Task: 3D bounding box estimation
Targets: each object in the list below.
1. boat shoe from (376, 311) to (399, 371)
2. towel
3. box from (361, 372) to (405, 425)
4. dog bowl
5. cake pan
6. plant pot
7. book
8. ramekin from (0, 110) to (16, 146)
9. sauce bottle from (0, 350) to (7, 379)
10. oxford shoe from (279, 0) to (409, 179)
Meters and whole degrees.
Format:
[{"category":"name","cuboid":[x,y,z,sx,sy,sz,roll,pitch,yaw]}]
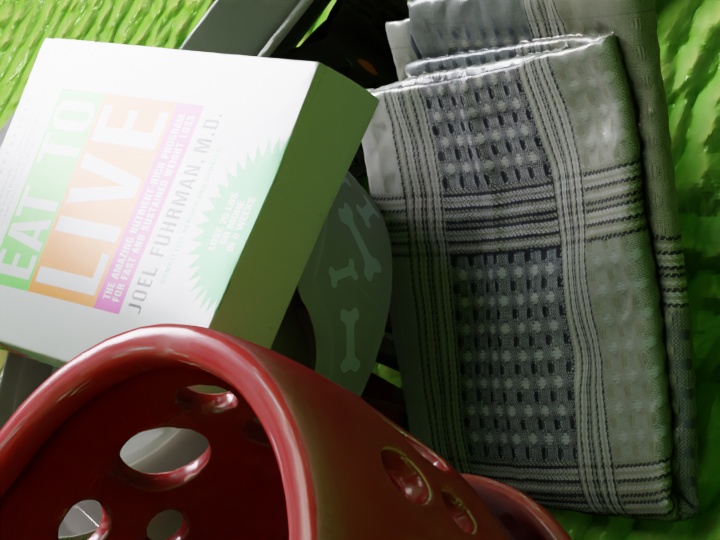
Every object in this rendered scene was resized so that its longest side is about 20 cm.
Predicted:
[{"category":"boat shoe","cuboid":[0.000,0.000,1.073,0.068,0.072,0.200,-61,25,-1]},{"category":"towel","cuboid":[0.058,-0.009,0.891,0.192,0.034,0.201,1,98,64]},{"category":"box","cuboid":[-0.081,0.086,1.096,0.200,0.102,0.095,-15,49,58]},{"category":"dog bowl","cuboid":[-0.067,0.027,0.956,0.200,0.059,0.201,-34,39,33]},{"category":"cake pan","cuboid":[-0.053,-0.117,1.157,0.201,0.037,0.200,-52,2,3]},{"category":"plant pot","cuboid":[-0.028,0.141,0.800,0.200,0.182,0.202,-24,53,35]},{"category":"book","cuboid":[-0.085,-0.020,0.932,0.200,0.048,0.134,10,74,53]},{"category":"ramekin","cuboid":[-0.169,-0.019,1.378,0.200,0.105,0.201,-43,29,32]},{"category":"sauce bottle","cuboid":[-0.156,0.047,1.079,0.065,0.065,0.201,-13,44,58]},{"category":"oxford shoe","cuboid":[-0.020,-0.072,1.171,0.084,0.073,0.200,-48,4,28]}]
